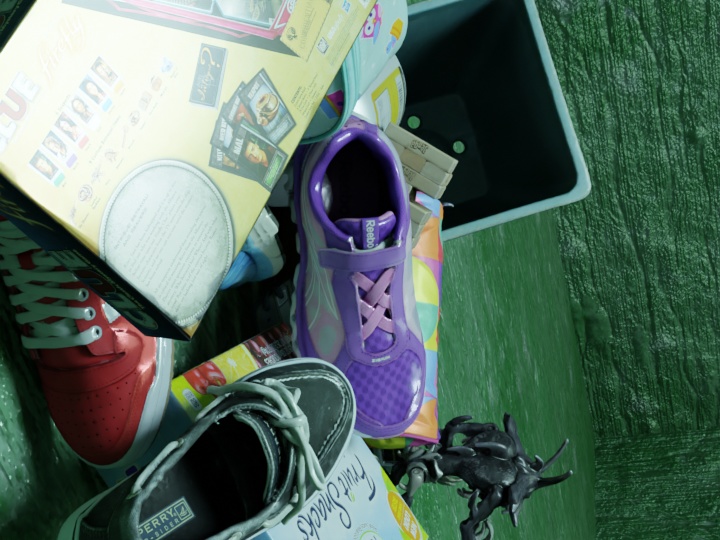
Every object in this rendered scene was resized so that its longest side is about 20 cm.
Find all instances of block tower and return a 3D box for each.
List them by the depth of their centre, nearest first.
[{"bbox_3d":[-0.001,-0.001,0.891,0.201,0.057,0.054,-61,174,7],"label":"block tower"}]

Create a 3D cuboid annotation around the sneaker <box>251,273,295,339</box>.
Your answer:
[{"bbox_3d":[-0.028,0.017,0.834,0.074,0.080,0.202,-10,115,-81],"label":"sneaker"}]

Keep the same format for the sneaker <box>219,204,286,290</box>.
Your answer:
[{"bbox_3d":[-0.099,-0.021,0.723,0.079,0.089,0.200,58,-5,8],"label":"sneaker"}]

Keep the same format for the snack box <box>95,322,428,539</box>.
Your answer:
[{"bbox_3d":[-0.048,0.129,0.718,0.169,0.067,0.200,56,16,3],"label":"snack box"}]

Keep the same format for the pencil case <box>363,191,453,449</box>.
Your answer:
[{"bbox_3d":[0.024,0.035,0.965,0.088,0.087,0.202,42,49,-68],"label":"pencil case"}]

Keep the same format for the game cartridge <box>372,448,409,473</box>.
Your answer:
[{"bbox_3d":[0.028,0.095,1.128,0.200,0.040,0.134,82,5,-70],"label":"game cartridge"}]

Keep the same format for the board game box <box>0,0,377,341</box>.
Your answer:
[{"bbox_3d":[-0.075,-0.093,0.522,0.136,0.034,0.201,46,60,-36],"label":"board game box"}]

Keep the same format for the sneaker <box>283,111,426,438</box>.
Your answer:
[{"bbox_3d":[0.000,0.000,0.742,0.088,0.080,0.202,168,-86,-76],"label":"sneaker"}]

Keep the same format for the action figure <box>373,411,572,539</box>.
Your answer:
[{"bbox_3d":[0.065,0.172,1.000,0.120,0.198,0.103,-86,172,-47],"label":"action figure"}]

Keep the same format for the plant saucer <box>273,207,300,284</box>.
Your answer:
[{"bbox_3d":[-0.031,0.018,1.026,0.200,0.034,0.203,-7,90,-77],"label":"plant saucer"}]

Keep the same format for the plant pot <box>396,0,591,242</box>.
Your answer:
[{"bbox_3d":[0.068,-0.117,1.136,0.200,0.194,0.198,113,-40,-84],"label":"plant pot"}]

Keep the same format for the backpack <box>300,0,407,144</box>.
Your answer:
[{"bbox_3d":[-0.070,-0.159,0.686,0.154,0.174,0.201,-66,149,-32],"label":"backpack"}]

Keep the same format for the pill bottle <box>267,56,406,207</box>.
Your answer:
[{"bbox_3d":[-0.036,-0.112,0.911,0.200,0.111,0.113,-57,138,-68],"label":"pill bottle"}]

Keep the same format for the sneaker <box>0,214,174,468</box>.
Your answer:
[{"bbox_3d":[-0.138,-0.007,0.556,0.112,0.071,0.202,-5,89,-73],"label":"sneaker"}]

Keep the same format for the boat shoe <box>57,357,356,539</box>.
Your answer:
[{"bbox_3d":[-0.052,0.085,0.584,0.199,0.068,0.074,-23,80,-52],"label":"boat shoe"}]
